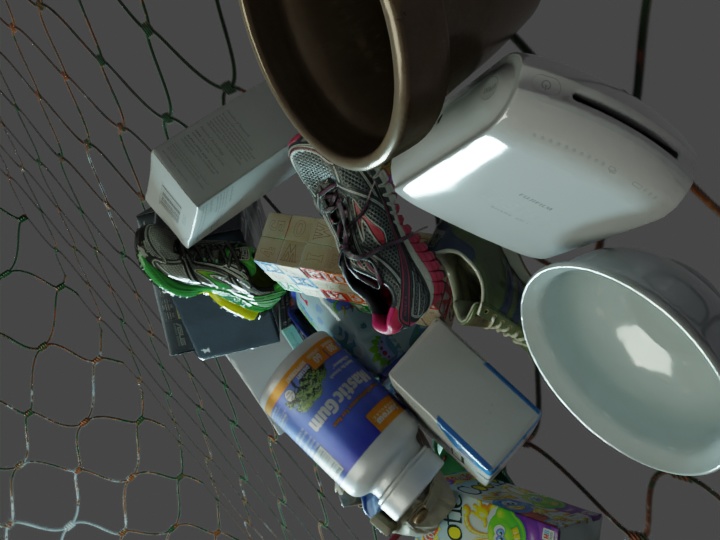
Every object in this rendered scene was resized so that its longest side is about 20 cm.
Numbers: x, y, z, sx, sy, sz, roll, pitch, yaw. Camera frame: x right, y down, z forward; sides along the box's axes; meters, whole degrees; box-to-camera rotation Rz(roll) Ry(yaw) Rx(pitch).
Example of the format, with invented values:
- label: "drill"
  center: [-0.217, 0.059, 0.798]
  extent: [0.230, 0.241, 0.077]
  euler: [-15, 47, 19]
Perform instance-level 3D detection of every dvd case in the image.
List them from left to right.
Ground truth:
- label: "dvd case"
  center: [-0.073, 0.078, 1.234]
  extent: [0.201, 0.022, 0.148]
  euler: [-103, -14, -59]

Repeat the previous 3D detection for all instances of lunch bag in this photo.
- label: "lunch bag"
  center: [0.000, 0.066, 1.111]
  extent: [0.171, 0.127, 0.201]
  euler: [49, 165, 12]

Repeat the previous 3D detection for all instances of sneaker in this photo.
- label: "sneaker"
  center: [-0.169, -0.013, 1.038]
  extent: [0.197, 0.079, 0.085]
  euler: [21, 137, -34]
- label: "sneaker"
  center: [0.000, -0.038, 0.807]
  extent: [0.202, 0.074, 0.080]
  euler: [54, 146, -6]
- label: "sneaker"
  center: [0.128, 0.032, 0.868]
  extent: [0.202, 0.089, 0.067]
  euler: [58, 154, -13]

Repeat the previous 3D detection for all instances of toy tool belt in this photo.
- label: "toy tool belt"
  center: [0.016, 0.230, 1.079]
  extent: [0.201, 0.121, 0.126]
  euler: [52, 120, 36]

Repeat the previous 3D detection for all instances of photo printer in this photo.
- label: "photo printer"
  center: [0.133, -0.079, 0.666]
  extent: [0.164, 0.071, 0.199]
  euler: [23, 161, -18]

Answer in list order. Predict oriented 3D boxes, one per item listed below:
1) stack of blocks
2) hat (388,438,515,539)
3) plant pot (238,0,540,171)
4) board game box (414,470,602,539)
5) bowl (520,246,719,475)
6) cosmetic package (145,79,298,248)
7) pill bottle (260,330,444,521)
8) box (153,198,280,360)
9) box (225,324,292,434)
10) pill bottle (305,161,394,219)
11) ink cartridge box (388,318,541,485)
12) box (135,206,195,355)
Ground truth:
- label: "stack of blocks"
  center: [0.000, 0.000, 0.960]
  extent: [0.196, 0.060, 0.115]
  euler: [10, 161, 24]
- label: "hat"
  center: [0.104, 0.343, 1.214]
  extent: [0.165, 0.175, 0.202]
  euler: [36, 151, 30]
- label: "plant pot"
  center: [0.033, -0.194, 0.619]
  extent: [0.200, 0.172, 0.203]
  euler: [43, 148, 36]
- label: "board game box"
  center: [0.172, 0.320, 1.074]
  extent: [0.197, 0.102, 0.108]
  euler: [8, 93, 44]
- label: "bowl"
  center: [0.231, 0.055, 0.718]
  extent: [0.200, 0.090, 0.203]
  euler: [40, 152, 26]
- label: "cosmetic package"
  center: [-0.132, -0.126, 0.988]
  extent: [0.081, 0.199, 0.113]
  euler: [47, 152, 5]
- label: "pill bottle"
  center: [-0.006, 0.172, 0.987]
  extent: [0.199, 0.112, 0.113]
  euler: [41, 154, 13]
- label: "box"
  center: [-0.189, -0.029, 1.207]
  extent: [0.199, 0.121, 0.203]
  euler: [-97, -6, -48]
- label: "box"
  center: [-0.124, 0.131, 1.353]
  extent: [0.154, 0.105, 0.200]
  euler: [57, 176, -9]
- label: "pill bottle"
  center: [-0.008, -0.131, 0.878]
  extent: [0.104, 0.104, 0.201]
  euler: [42, 154, 20]
- label: "ink cartridge box"
  center: [0.113, 0.152, 0.987]
  extent: [0.146, 0.084, 0.200]
  euler: [41, 170, 17]
- label: "box"
  center: [-0.263, 0.003, 1.303]
  extent: [0.158, 0.050, 0.205]
  euler: [-87, -15, -79]
